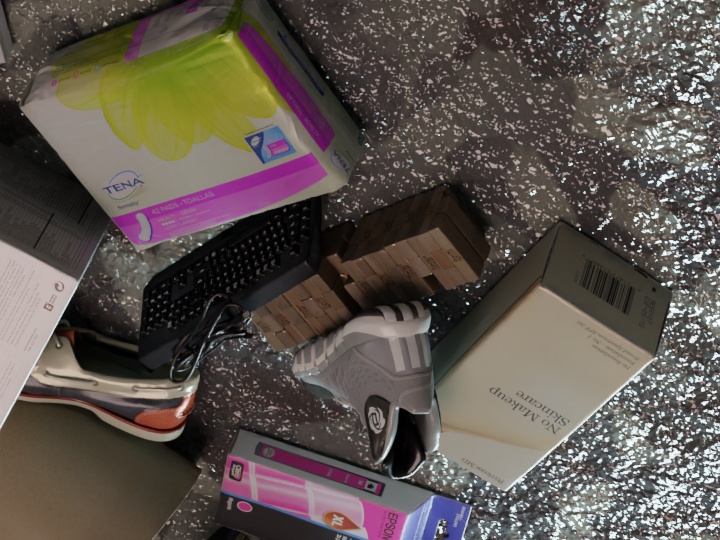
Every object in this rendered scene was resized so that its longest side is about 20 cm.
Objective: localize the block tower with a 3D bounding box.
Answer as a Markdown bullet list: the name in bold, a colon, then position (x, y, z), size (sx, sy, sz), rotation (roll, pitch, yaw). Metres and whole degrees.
- **block tower**: position (0.000, 0.000, 1.746), size (0.200, 0.054, 0.058), rotation (-19, 122, 36)

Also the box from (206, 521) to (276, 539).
- **box**: position (-0.083, 0.325, 2.035), size (0.164, 0.086, 0.200), rotation (36, 138, 16)

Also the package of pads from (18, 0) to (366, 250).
- **package of pads**: position (-0.120, -0.106, 1.681), size (0.200, 0.068, 0.155), rotation (-17, 125, 33)

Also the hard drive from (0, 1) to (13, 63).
- **hard drive**: position (-0.323, -0.232, 1.671), size (0.132, 0.026, 0.200), rotation (6, 134, 17)

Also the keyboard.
- **keyboard**: position (-0.104, 0.010, 1.759), size (0.040, 0.104, 0.200), rotation (21, 142, -36)

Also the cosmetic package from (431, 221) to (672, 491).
- **cosmetic package**: position (0.124, 0.064, 1.746), size (0.104, 0.073, 0.200), rotation (31, 135, -9)

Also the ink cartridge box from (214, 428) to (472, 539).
- **ink cartridge box**: position (-0.016, 0.197, 1.958), size (0.200, 0.037, 0.095), rotation (16, 136, 4)

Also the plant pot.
- **plant pot**: position (-0.263, 0.164, 1.936), size (0.200, 0.187, 0.187), rotation (42, 134, -6)

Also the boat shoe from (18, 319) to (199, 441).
- **boat shoe**: position (-0.223, 0.071, 1.893), size (0.200, 0.071, 0.063), rotation (20, 130, 0)

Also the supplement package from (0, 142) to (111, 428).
- **supplement package**: position (-0.308, -0.010, 1.760), size (0.200, 0.151, 0.152), rotation (28, 113, -7)

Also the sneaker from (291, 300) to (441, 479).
- **sneaker**: position (0.006, 0.099, 1.755), size (0.075, 0.116, 0.200), rotation (-9, 168, -18)
